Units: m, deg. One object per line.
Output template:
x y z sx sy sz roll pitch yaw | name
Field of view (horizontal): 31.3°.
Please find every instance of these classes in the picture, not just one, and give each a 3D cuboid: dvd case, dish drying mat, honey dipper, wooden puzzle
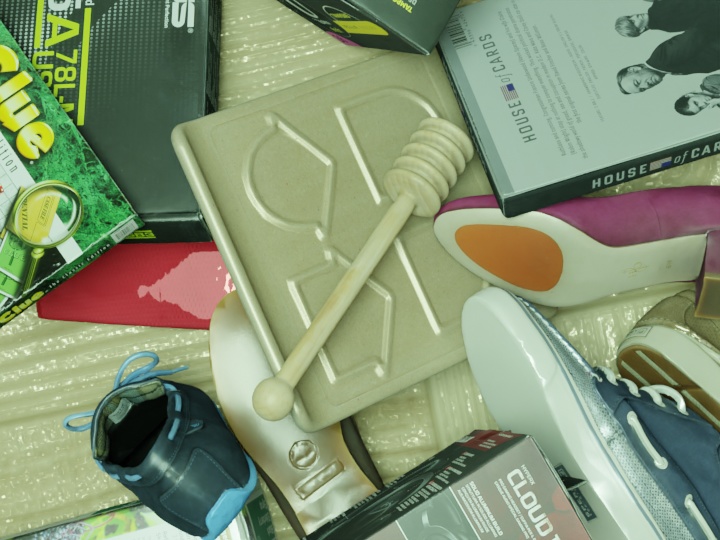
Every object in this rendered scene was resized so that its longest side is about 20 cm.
0.154 -0.119 0.741 0.198 0.025 0.151 -17 54 0 | dvd case
-0.106 -0.002 0.810 0.197 0.018 0.078 3 86 5 | dish drying mat
0.000 0.000 0.703 0.038 0.038 0.201 31 67 6 | honey dipper
0.003 -0.023 0.756 0.198 0.046 0.187 -22 85 -30 | wooden puzzle

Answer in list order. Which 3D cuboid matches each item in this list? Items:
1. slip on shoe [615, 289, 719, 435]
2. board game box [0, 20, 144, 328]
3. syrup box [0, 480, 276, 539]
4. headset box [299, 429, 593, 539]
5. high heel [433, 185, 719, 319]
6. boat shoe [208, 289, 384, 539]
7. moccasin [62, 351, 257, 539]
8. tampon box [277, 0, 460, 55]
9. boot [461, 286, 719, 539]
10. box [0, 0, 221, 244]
0.236 0.098 0.752 0.200 0.076 0.061 45 60 4 | slip on shoe
-0.221 -0.074 0.739 0.104 0.023 0.201 -36 74 -9 | board game box
-0.152 0.186 0.775 0.198 0.079 0.082 -17 86 5 | syrup box
0.026 0.155 0.662 0.199 0.149 0.078 -30 88 -8 | headset box
0.143 -0.027 0.758 0.198 0.097 0.068 15 132 0 | high heel
-0.034 0.105 0.771 0.070 0.070 0.202 -25 88 -6 | boat shoe
-0.116 0.085 0.720 0.068 0.199 0.081 40 76 -24 | moccasin
0.015 -0.241 0.725 0.125 0.150 0.201 29 92 -21 | tampon box
0.140 0.085 0.725 0.090 0.073 0.201 -29 87 -26 | boot
-0.182 -0.114 0.782 0.190 0.048 0.203 -1 72 7 | box
